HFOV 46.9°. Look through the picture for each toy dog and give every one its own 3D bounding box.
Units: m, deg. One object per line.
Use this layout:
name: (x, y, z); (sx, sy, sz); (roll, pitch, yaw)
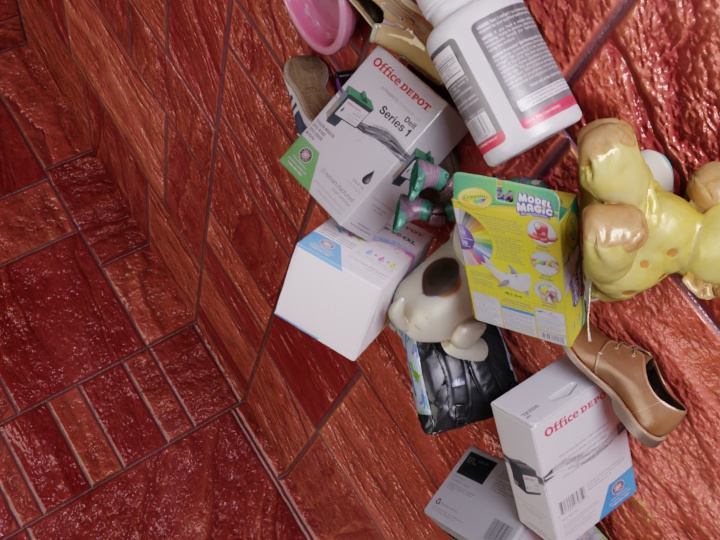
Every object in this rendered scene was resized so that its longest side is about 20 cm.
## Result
toy dog: (0.132, -0.006, 1.048); (0.200, 0.194, 0.140); (-55, 45, 29)

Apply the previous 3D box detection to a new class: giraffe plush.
giraffe plush: (0.279, -0.038, 0.732); (0.173, 0.162, 0.200); (-45, -50, -71)

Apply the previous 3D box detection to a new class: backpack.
backpack: (0.132, 0.113, 1.211); (0.154, 0.163, 0.200); (-153, 45, -78)

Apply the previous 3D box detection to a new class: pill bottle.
pill bottle: (0.138, -0.220, 0.868); (0.200, 0.111, 0.111); (62, 157, -1)

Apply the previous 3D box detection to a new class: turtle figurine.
turtle figurine: (0.144, -0.060, 0.923); (0.101, 0.200, 0.150); (-85, 11, -53)

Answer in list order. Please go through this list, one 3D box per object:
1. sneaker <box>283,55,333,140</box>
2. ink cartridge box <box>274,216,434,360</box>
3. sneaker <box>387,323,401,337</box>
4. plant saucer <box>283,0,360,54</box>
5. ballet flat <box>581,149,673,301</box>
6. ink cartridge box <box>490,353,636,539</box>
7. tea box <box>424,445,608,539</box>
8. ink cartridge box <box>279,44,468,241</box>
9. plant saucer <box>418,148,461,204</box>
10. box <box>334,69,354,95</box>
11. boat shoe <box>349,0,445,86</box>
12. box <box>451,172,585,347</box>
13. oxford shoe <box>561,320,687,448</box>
sneaker: (-0.076, -0.241, 1.280); (0.109, 0.070, 0.200); (94, 164, -45)
ink cartridge box: (0.000, 0.000, 1.129); (0.128, 0.200, 0.125); (29, 126, 13)
sneaker: (0.089, 0.088, 1.398); (0.200, 0.075, 0.115); (39, -179, 11)
plant saucer: (-0.056, -0.400, 1.138); (0.201, 0.051, 0.201); (50, 156, 32)
ballet flat: (0.265, -0.037, 0.864); (0.069, 0.069, 0.200); (48, 153, 29)
ink cartridge box: (0.263, 0.228, 1.065); (0.084, 0.145, 0.200); (25, 138, 56)
tea box: (0.241, 0.392, 1.244); (0.197, 0.134, 0.200); (45, 164, -23)
ink cartridge box: (0.018, -0.163, 1.059); (0.146, 0.200, 0.084); (46, -169, 29)
plant saucer: (0.072, -0.157, 1.184); (0.200, 0.029, 0.200); (46, 153, 32)
box: (-0.001, -0.177, 1.224); (0.143, 0.036, 0.200); (94, 161, -52)
boat shoe: (0.044, -0.295, 1.024); (0.200, 0.076, 0.072); (52, 155, 20)
box: (0.160, -0.018, 0.837); (0.117, 0.048, 0.200); (16, 143, 32)
oxford shoe: (0.302, 0.105, 0.973); (0.200, 0.071, 0.071); (52, 127, 23)
